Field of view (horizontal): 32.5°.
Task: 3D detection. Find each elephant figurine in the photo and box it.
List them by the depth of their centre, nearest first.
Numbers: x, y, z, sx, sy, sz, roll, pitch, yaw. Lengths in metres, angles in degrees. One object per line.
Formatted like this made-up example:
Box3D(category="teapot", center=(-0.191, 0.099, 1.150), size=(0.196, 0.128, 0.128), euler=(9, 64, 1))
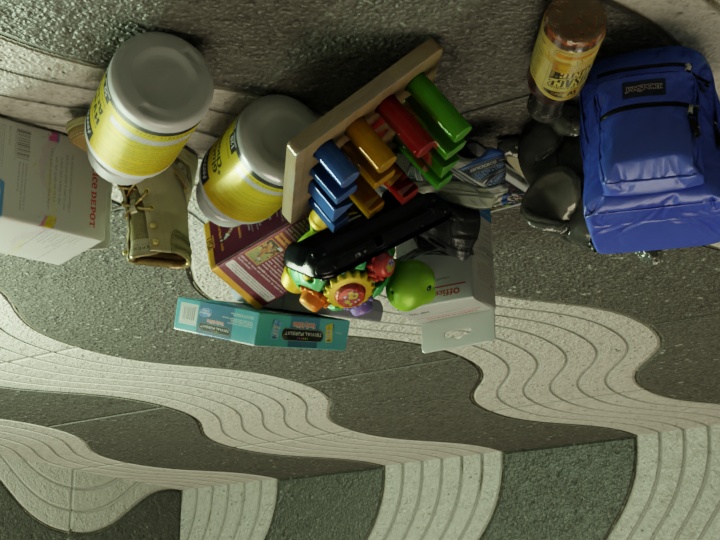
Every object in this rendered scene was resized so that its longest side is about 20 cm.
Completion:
Box3D(category="elephant figurine", center=(0.256, -0.085, 1.455), size=(0.141, 0.201, 0.155), euler=(4, 161, -14))

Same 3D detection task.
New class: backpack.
Box3D(category="backpack", center=(0.313, -0.141, 1.302), size=(0.162, 0.201, 0.168), euler=(-2, 152, 12))

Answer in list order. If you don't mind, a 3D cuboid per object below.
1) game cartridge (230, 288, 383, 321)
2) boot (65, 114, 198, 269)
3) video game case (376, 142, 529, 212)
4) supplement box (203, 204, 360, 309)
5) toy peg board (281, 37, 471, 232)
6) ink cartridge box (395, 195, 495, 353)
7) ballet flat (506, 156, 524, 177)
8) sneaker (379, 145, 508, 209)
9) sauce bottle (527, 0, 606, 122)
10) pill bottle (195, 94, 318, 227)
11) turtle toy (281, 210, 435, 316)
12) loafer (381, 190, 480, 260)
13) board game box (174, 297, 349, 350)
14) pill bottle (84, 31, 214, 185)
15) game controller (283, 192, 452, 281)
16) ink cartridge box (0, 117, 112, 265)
Box3D(category="game cartridge", center=(-0.075, 0.043, 1.784), size=(0.199, 0.041, 0.133), euler=(8, -177, -23))
Box3D(category="boot", center=(-0.273, -0.092, 1.486), size=(0.073, 0.156, 0.200), euler=(-12, 158, 30))
Box3D(category="video game case", center=(0.115, -0.109, 1.658), size=(0.200, 0.023, 0.182), euler=(-14, 156, 33))
Box3D(category="supplement box", center=(-0.089, -0.050, 1.597), size=(0.200, 0.086, 0.110), euler=(-29, 137, 16))
Box3D(category="toy peg board", center=(0.023, -0.120, 1.346), size=(0.199, 0.098, 0.200), euler=(-38, 168, -16))
Box3D(category="ink cartridge box", center=(0.111, -0.002, 1.625), size=(0.116, 0.201, 0.068), euler=(-13, 157, 30))
Box3D(category="ballet flat", center=(0.282, -0.115, 1.579), size=(0.199, 0.070, 0.069), euler=(6, 160, -19))
Box3D(category="sneaker", center=(0.096, -0.133, 1.523), size=(0.200, 0.085, 0.077), euler=(12, -166, 28))
Box3D(category="sauce bottle", center=(0.209, -0.215, 1.287), size=(0.066, 0.066, 0.200), euler=(-1, 162, 1))
Box3D(category="pill bottle", center=(-0.127, -0.121, 1.472), size=(0.112, 0.112, 0.200), euler=(8, 159, -25))
Box3D(category="turtle toy", center=(0.000, 0.000, 1.537), size=(0.199, 0.101, 0.146), euler=(6, 134, -23))
Box3D(category="loafer", center=(0.081, -0.060, 1.557), size=(0.068, 0.071, 0.200), euler=(2, -168, -29))
Box3D(category="board game box", center=(-0.135, 0.076, 1.724), size=(0.151, 0.047, 0.200), euler=(9, 180, 37))
Box3D(category="pill bottle", center=(-0.237, -0.166, 1.340), size=(0.111, 0.112, 0.200), euler=(7, 159, -21))
Box3D(category="game controller", center=(0.008, -0.043, 1.433), size=(0.200, 0.042, 0.104), euler=(-26, -163, -26))
Box3D(category="ink cartridge box", center=(-0.407, -0.093, 1.521), size=(0.200, 0.129, 0.125), euler=(15, 156, -38))
